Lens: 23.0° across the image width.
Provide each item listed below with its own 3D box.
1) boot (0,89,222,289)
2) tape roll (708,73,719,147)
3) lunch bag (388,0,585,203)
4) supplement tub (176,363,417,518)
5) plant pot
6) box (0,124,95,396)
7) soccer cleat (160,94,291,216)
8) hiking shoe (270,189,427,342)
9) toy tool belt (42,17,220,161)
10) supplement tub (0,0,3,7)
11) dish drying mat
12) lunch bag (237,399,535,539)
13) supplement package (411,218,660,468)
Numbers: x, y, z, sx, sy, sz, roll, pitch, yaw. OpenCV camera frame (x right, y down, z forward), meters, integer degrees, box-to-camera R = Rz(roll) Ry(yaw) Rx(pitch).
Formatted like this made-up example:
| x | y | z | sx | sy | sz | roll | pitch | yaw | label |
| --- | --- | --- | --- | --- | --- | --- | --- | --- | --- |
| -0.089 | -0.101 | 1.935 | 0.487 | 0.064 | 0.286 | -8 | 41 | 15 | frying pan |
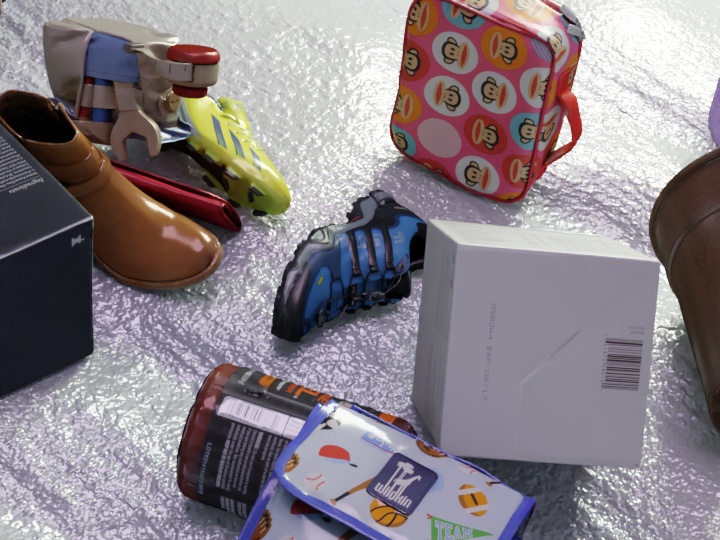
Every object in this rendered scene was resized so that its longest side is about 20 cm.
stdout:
| x | y | z | sx | sy | sz | roll | pitch | yaw | label |
| --- | --- | --- | --- | --- | --- | --- | --- | --- | --- |
| -0.212 | -0.071 | 1.470 | 0.199 | 0.156 | 0.077 | 28 | 64 | 22 | boot |
| 0.450 | -0.165 | 1.750 | 0.198 | 0.085 | 0.201 | 5 | 42 | -5 | tape roll |
| 0.122 | -0.162 | 1.604 | 0.175 | 0.201 | 0.082 | 26 | 46 | 15 | lunch bag |
| -0.028 | 0.145 | 1.307 | 0.198 | 0.108 | 0.107 | 17 | 42 | 9 | supplement tub |
| 0.345 | 0.028 | 1.446 | 0.198 | 0.201 | 0.199 | 4 | 48 | -5 | plant pot |
| -0.309 | -0.023 | 1.415 | 0.107 | 0.149 | 0.200 | -26 | 51 | -32 | box |
| -0.124 | -0.122 | 1.613 | 0.084 | 0.065 | 0.200 | -40 | 56 | -21 | soccer cleat |
| 0.000 | 0.000 | 1.496 | 0.086 | 0.075 | 0.200 | 26 | 44 | 20 | hiking shoe |
| -0.200 | -0.150 | 1.567 | 0.199 | 0.124 | 0.124 | 19 | 21 | 39 | toy tool belt |
| -0.409 | -0.241 | 1.662 | 0.106 | 0.108 | 0.200 | 23 | 43 | 17 | supplement tub |
| -0.202 | -0.079 | 1.558 | 0.198 | 0.077 | 0.018 | 18 | 80 | 12 | dish drying mat |
| 0.004 | 0.204 | 1.182 | 0.169 | 0.124 | 0.201 | 26 | 74 | 15 | lunch bag |
| 0.127 | 0.049 | 1.342 | 0.149 | 0.153 | 0.200 | 4 | 6 | -5 | supplement package |
